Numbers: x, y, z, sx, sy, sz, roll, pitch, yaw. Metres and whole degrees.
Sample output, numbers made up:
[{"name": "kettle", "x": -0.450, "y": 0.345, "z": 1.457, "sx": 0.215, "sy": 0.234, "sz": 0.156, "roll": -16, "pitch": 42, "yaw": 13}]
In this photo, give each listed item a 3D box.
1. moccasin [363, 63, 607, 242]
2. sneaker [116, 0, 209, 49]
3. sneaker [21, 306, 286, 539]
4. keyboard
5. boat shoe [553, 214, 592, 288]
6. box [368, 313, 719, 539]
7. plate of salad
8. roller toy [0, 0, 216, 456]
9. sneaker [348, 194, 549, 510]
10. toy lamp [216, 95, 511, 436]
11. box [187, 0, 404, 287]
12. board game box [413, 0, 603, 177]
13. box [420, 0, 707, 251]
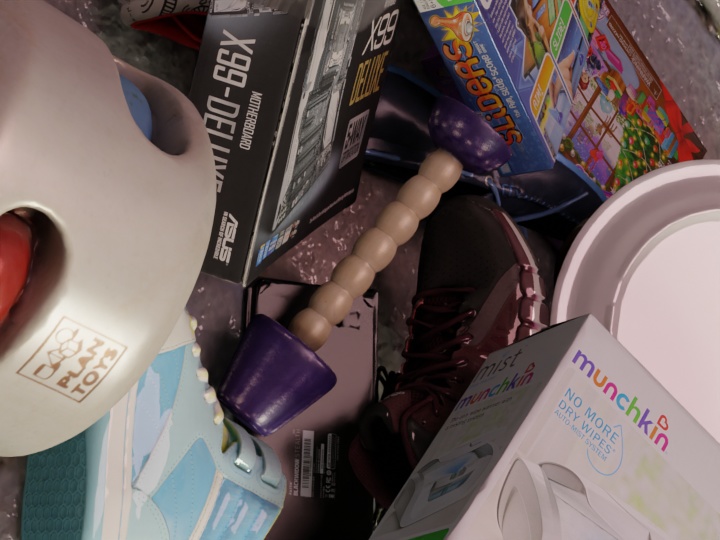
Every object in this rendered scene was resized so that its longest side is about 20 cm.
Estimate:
[{"name": "moccasin", "x": 0.054, "y": -0.051, "z": 1.112, "sx": 0.199, "sy": 0.080, "sz": 0.068, "roll": 24, "pitch": 70, "yaw": -23}, {"name": "sneaker", "x": -0.052, "y": -0.173, "z": 1.031, "sx": 0.201, "sy": 0.067, "sz": 0.108, "roll": -6, "pitch": 87, "yaw": -40}, {"name": "sneaker", "x": -0.090, "y": 0.062, "z": 0.943, "sx": 0.130, "sy": 0.079, "sz": 0.201, "roll": 14, "pitch": 82, "yaw": -39}, {"name": "keyboard", "x": -0.022, "y": 0.108, "z": 1.036, "sx": 0.104, "sy": 0.040, "sz": 0.201, "roll": 8, "pitch": 76, "yaw": -20}, {"name": "boat shoe", "x": 0.169, "y": 0.024, "z": 1.161, "sx": 0.075, "sy": 0.075, "sz": 0.203, "roll": -48, "pitch": 146, "yaw": -23}, {"name": "box", "x": 0.114, "y": 0.157, "z": 0.933, "sx": 0.200, "sy": 0.097, "sz": 0.177, "roll": 45, "pitch": 58, "yaw": -12}, {"name": "plate of salad", "x": 0.197, "y": 0.038, "z": 1.066, "sx": 0.199, "sy": 0.048, "sz": 0.201, "roll": 1, "pitch": 84, "yaw": -13}, {"name": "roller toy", "x": -0.157, "y": -0.018, "z": 0.819, "sx": 0.140, "sy": 0.182, "sz": 0.201, "roll": 31, "pitch": 62, "yaw": -36}, {"name": "sneaker", "x": 0.042, "y": 0.051, "z": 1.006, "sx": 0.115, "sy": 0.075, "sz": 0.201, "roll": 8, "pitch": 70, "yaw": -47}, {"name": "toy lamp", "x": 0.000, "y": 0.000, "z": 1.003, "sx": 0.058, "sy": 0.058, "sz": 0.200, "roll": 43, "pitch": 81, "yaw": -29}, {"name": "box", "x": -0.031, "y": -0.094, "z": 0.940, "sx": 0.200, "sy": 0.050, "sz": 0.158, "roll": -42, "pitch": 148, "yaw": -71}, {"name": "board game box", "x": 0.091, "y": -0.169, "z": 1.084, "sx": 0.136, "sy": 0.034, "sz": 0.200, "roll": 61, "pitch": 34, "yaw": -34}, {"name": "box", "x": 0.134, "y": -0.103, "z": 1.211, "sx": 0.200, "sy": 0.039, "sz": 0.137, "roll": 51, "pitch": 52, "yaw": -24}]
